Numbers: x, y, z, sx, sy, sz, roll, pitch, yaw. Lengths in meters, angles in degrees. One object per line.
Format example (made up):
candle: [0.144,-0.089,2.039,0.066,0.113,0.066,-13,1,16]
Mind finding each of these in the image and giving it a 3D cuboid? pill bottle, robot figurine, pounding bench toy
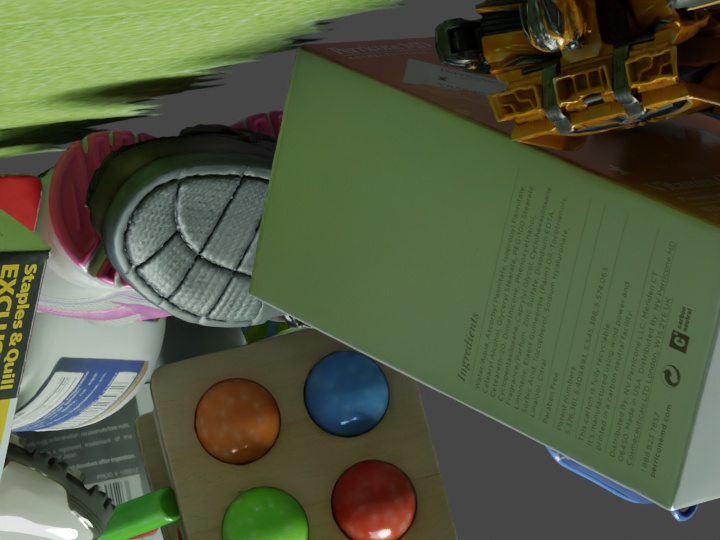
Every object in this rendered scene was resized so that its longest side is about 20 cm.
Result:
pill bottle: [-0.151,0.072,1.682,0.115,0.202,0.116,-11,177,0]
pill bottle: [-0.170,0.017,1.267,0.110,0.112,0.200,-11,174,15]
robot figurine: [0.120,-0.078,0.937,0.144,0.059,0.199,-13,178,42]
pounding bench toy: [-0.069,0.114,1.397,0.199,0.125,0.156,-13,169,-9]

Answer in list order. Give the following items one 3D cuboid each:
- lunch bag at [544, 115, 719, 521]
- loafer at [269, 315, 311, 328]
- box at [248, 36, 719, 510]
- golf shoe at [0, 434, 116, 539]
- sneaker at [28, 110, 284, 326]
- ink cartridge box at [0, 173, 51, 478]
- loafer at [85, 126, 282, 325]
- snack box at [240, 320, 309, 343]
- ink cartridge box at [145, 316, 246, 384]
lunch bag: [0.130,0.007,1.198,0.132,0.201,0.136,-16,155,25]
loafer: [0.000,0.000,1.307,0.198,0.063,0.072,4,140,-11]
box: [0.078,-0.007,0.995,0.199,0.098,0.124,26,-158,37]
golf shoe: [-0.204,0.100,1.183,0.199,0.089,0.077,15,164,-17]
sneaker: [-0.083,-0.020,1.207,0.088,0.082,0.199,-18,168,39]
ink cartridge box: [-0.190,0.068,1.060,0.175,0.201,0.084,-3,-154,-40]
loafer: [-0.042,-0.020,1.118,0.199,0.072,0.063,12,-154,-51]
snack box: [0.046,-0.028,1.446,0.199,0.068,0.169,-19,178,20]
ink cartridge box: [-0.179,0.022,1.482,0.199,0.088,0.145,-4,176,26]
